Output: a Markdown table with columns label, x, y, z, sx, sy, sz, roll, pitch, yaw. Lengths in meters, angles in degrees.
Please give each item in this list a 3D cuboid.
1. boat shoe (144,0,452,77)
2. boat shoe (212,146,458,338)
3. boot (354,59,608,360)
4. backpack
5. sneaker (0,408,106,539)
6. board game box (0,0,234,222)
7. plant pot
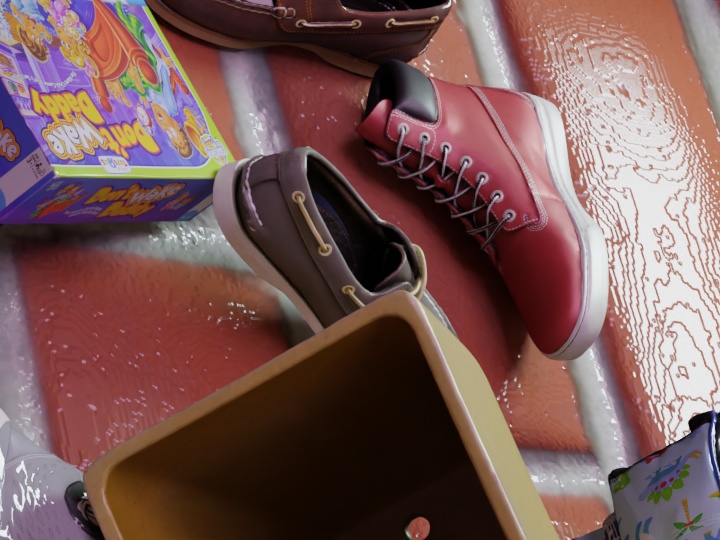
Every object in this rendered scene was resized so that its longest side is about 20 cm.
| label | x | y | z | sx | sy | sz | roll | pitch | yaw |
| --- | --- | --- | --- | --- | --- | --- | --- | --- | --- |
| boat shoe | -0.037 | -0.171 | 1.801 | 0.199 | 0.070 | 0.071 | 8 | 56 | -35 |
| boat shoe | 0.000 | 0.002 | 1.671 | 0.202 | 0.060 | 0.072 | 44 | 41 | -36 |
| boot | 0.066 | -0.038 | 1.790 | 0.144 | 0.072 | 0.200 | 14 | 44 | -32 |
| backpack | 0.209 | 0.207 | 1.649 | 0.183 | 0.147 | 0.200 | 42 | 24 | -27 |
| sneaker | -0.160 | 0.162 | 1.443 | 0.115 | 0.075 | 0.200 | 30 | 44 | -24 |
| board game box | -0.157 | -0.093 | 1.599 | 0.135 | 0.045 | 0.200 | 60 | 23 | 12 |
| plant pot | 0.014 | 0.154 | 1.503 | 0.196 | 0.194 | 0.200 | 66 | 14 | 19 |
